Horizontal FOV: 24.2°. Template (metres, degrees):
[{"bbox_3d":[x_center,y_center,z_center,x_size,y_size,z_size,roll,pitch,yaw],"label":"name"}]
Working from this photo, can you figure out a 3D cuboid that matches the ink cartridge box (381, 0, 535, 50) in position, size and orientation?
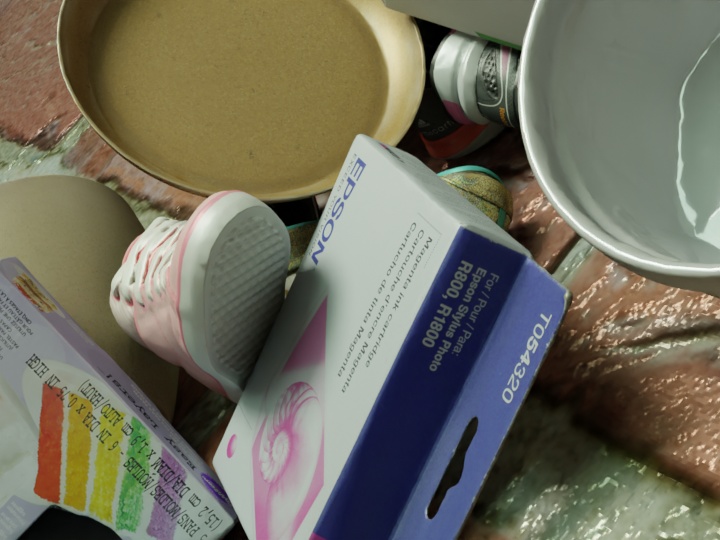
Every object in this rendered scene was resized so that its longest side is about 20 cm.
[{"bbox_3d":[0.109,-0.221,0.893,0.145,0.084,0.200,23,68,32],"label":"ink cartridge box"}]

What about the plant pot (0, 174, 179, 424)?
[{"bbox_3d":[-0.184,0.063,0.990,0.200,0.200,0.135,-44,58,5],"label":"plant pot"}]

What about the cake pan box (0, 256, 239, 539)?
[{"bbox_3d":[-0.187,0.126,0.890,0.184,0.200,0.052,-43,-2,6],"label":"cake pan box"}]

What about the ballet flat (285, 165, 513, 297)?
[{"bbox_3d":[0.000,0.000,0.922,0.199,0.071,0.071,-19,38,41],"label":"ballet flat"}]

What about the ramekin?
[{"bbox_3d":[0.174,-0.077,0.672,0.199,0.105,0.202,-16,64,35],"label":"ramekin"}]

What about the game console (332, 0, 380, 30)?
[{"bbox_3d":[-0.005,-0.190,1.067,0.177,0.031,0.201,-22,32,55],"label":"game console"}]

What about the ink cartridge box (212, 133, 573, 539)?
[{"bbox_3d":[0.003,0.055,0.793,0.197,0.043,0.200,-65,24,11],"label":"ink cartridge box"}]

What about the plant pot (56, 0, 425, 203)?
[{"bbox_3d":[-0.064,-0.114,0.910,0.028,0.199,0.201,109,-177,-55],"label":"plant pot"}]

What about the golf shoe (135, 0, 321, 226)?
[{"bbox_3d":[-0.074,-0.085,0.990,0.072,0.201,0.092,-36,33,-8],"label":"golf shoe"}]

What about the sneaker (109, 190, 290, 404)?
[{"bbox_3d":[-0.092,0.005,0.880,0.104,0.200,0.076,31,72,16],"label":"sneaker"}]

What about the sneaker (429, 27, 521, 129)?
[{"bbox_3d":[0.133,-0.147,0.935,0.086,0.080,0.200,26,72,38],"label":"sneaker"}]

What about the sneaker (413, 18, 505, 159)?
[{"bbox_3d":[0.079,-0.164,1.000,0.077,0.082,0.201,-9,46,50],"label":"sneaker"}]
